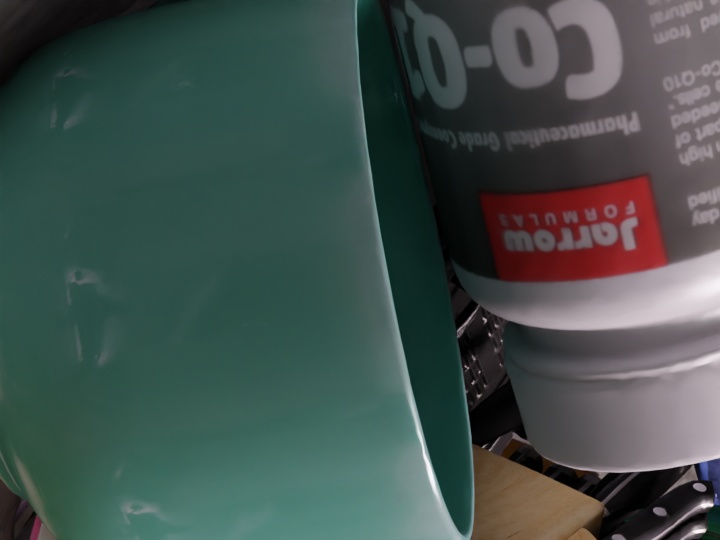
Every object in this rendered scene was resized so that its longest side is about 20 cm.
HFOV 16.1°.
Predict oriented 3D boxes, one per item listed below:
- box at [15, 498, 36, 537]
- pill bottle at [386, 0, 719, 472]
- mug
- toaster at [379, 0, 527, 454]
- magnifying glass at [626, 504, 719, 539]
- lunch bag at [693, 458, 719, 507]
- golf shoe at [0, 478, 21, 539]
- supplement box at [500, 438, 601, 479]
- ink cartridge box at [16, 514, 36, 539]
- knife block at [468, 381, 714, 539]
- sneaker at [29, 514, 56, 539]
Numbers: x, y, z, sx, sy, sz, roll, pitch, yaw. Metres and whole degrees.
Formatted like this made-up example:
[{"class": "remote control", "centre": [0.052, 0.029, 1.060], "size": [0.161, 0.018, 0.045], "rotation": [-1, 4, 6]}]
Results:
[{"class": "box", "centre": [-0.091, 0.028, 0.930], "size": [0.200, 0.041, 0.039], "rotation": [-49, 173, -13]}, {"class": "pill bottle", "centre": [0.070, -0.054, 0.702], "size": [0.113, 0.201, 0.114], "rotation": [-13, -163, 4]}, {"class": "mug", "centre": [-0.039, 0.003, 0.678], "size": [0.114, 0.153, 0.185], "rotation": [-11, -167, 7]}, {"class": "toaster", "centre": [0.000, 0.000, 0.847], "size": [0.181, 0.118, 0.200], "rotation": [-53, 159, -11]}, {"class": "magnifying glass", "centre": [0.061, 0.110, 0.853], "size": [0.079, 0.023, 0.200], "rotation": [0, -168, 42]}, {"class": "lunch bag", "centre": [0.171, -0.006, 0.894], "size": [0.135, 0.133, 0.200], "rotation": [-10, 155, 7]}, {"class": "golf shoe", "centre": [-0.137, 0.103, 0.806], "size": [0.200, 0.097, 0.078], "rotation": [-46, 171, -41]}, {"class": "supplement box", "centre": [0.026, 0.152, 0.919], "size": [0.067, 0.069, 0.200], "rotation": [99, 12, -50]}, {"class": "ink cartridge box", "centre": [-0.068, 0.101, 1.035], "size": [0.200, 0.145, 0.145], "rotation": [-46, 172, -33]}, {"class": "knife block", "centre": [0.014, 0.090, 0.767], "size": [0.176, 0.199, 0.064], "rotation": [-112, -153, -60]}, {"class": "sneaker", "centre": [-0.044, 0.134, 0.831], "size": [0.200, 0.087, 0.074], "rotation": [69, 38, -56]}]
